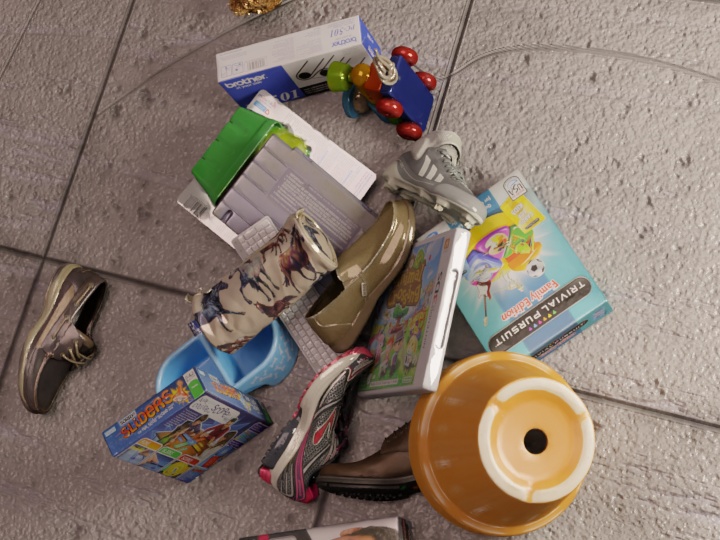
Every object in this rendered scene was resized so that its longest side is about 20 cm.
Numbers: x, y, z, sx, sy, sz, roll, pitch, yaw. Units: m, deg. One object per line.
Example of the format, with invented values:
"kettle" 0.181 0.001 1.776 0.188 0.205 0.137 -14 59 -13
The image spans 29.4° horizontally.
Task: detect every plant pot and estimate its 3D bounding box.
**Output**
"plant pot" 0.162 0.182 1.454 0.197 0.183 0.204 1 82 -8

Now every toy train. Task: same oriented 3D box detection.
"toy train" 0.008 -0.235 1.671 0.114 0.200 0.086 11 77 26

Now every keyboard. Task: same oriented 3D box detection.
"keyboard" -0.081 0.033 1.669 0.056 0.011 0.201 -32 95 10

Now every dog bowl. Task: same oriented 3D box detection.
"dog bowl" -0.171 0.118 1.704 0.199 0.050 0.112 -38 65 4

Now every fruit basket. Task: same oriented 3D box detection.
"fruit basket" -0.107 -0.103 1.743 0.199 0.094 0.186 37 88 9

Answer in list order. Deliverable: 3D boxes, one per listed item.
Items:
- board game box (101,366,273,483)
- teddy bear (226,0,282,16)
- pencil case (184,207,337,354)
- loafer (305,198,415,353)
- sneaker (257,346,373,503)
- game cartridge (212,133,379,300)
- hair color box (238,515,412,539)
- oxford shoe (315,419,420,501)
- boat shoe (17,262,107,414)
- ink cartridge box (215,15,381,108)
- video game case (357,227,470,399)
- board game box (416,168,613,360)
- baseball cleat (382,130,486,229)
"board game box" -0.198 0.185 1.609 0.134 0.200 0.035 -35 65 5
"teddy bear" -0.137 -0.429 1.862 0.144 0.067 0.202 -27 60 -1
"pencil case" -0.115 0.012 1.621 0.199 0.078 0.089 -39 108 19
"loafer" 0.000 0.000 1.626 0.067 0.076 0.202 27 91 -20
"sneaker" -0.040 0.179 1.625 0.074 0.081 0.202 33 100 13
"game cartridge" -0.067 -0.058 1.682 0.199 0.038 0.130 40 90 -3
"hair color box" -0.038 0.348 1.579 0.197 0.061 0.101 -11 70 15
"oxford shoe" 0.044 0.220 1.588 0.197 0.073 0.086 -8 68 4
"boat shoe" -0.383 0.089 1.774 0.072 0.074 0.203 10 78 22
"ink cartridge box" -0.078 -0.264 1.766 0.197 0.094 0.045 -12 68 16
"video game case" 0.058 0.054 1.581 0.022 0.200 0.185 17 77 -18
"board game box" 0.180 0.004 1.617 0.150 0.047 0.201 -35 65 7
"baseball cleat" 0.099 -0.117 1.637 0.107 0.070 0.199 -53 37 -7
